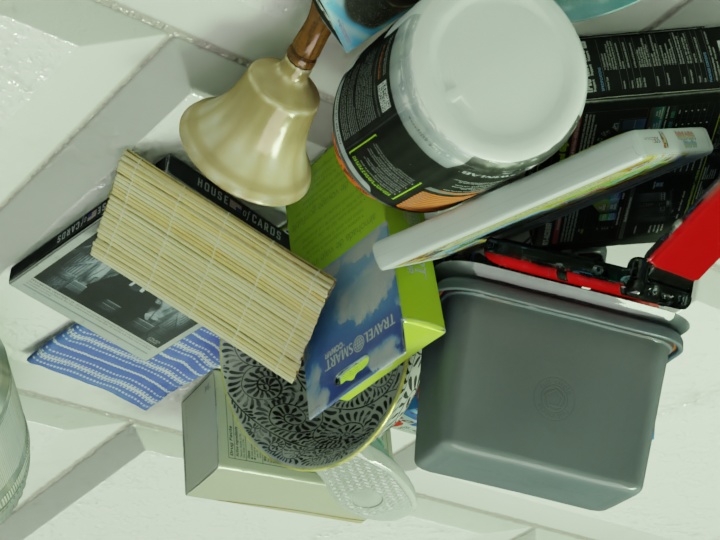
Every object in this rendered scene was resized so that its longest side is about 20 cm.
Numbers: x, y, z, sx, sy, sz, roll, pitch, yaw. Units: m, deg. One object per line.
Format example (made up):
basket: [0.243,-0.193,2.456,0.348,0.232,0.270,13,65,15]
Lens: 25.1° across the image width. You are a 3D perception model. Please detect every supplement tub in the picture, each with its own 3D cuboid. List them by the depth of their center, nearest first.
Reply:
supplement tub: [0.054,-0.106,1.038,0.121,0.124,0.200,4,171,-17]

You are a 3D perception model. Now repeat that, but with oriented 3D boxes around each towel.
towel: [-0.179,0.064,1.437,0.199,0.024,0.144,-30,140,32]

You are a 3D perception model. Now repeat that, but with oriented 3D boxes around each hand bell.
hand bell: [-0.036,-0.151,1.087,0.103,0.105,0.201,12,130,-28]

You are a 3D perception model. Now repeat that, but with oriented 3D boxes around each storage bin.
storage bin: [0.127,0.095,1.205,0.198,0.136,0.146,15,158,-9]

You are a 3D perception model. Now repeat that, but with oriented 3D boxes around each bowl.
bowl: [-0.014,0.063,1.329,0.200,0.203,0.094,-29,157,32]

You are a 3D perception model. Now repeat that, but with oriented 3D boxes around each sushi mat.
sushi mat: [-0.114,-0.004,1.204,0.012,0.199,0.096,-33,150,-55]

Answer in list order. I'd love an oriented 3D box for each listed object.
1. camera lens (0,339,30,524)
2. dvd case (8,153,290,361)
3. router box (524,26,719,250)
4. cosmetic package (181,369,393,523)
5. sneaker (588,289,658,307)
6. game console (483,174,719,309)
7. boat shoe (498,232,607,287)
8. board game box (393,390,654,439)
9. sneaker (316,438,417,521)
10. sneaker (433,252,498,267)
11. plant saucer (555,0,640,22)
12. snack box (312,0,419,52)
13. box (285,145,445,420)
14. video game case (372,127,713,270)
camera lens: [-0.367,0.132,1.377,0.158,0.161,0.201,-4,148,-5]
dvd case: [-0.165,-0.005,1.307,0.199,0.025,0.150,-30,132,34]
router box: [0.206,-0.095,1.219,0.148,0.063,0.201,-5,148,-4]
cosmetic package: [-0.068,0.172,1.555,0.198,0.105,0.073,14,143,-29]
sneaker: [0.136,0.051,1.303,0.199,0.079,0.115,-36,130,16]
game console: [0.202,-0.039,1.166,0.171,0.120,0.200,14,-179,22]
boat shoe: [0.147,0.015,1.378,0.071,0.068,0.200,12,143,-28]
board game box: [0.139,0.122,1.509,0.199,0.057,0.195,20,157,-36]
sneaker: [-0.013,0.138,1.484,0.073,0.119,0.200,-29,124,27]
sneaker: [0.043,0.034,1.400,0.199,0.076,0.078,-22,157,35]
plant saucer: [0.151,-0.232,0.993,0.198,0.028,0.201,-15,147,-10]
snack box: [0.002,-0.229,0.952,0.116,0.037,0.200,-34,146,-2]
box: [0.000,0.000,1.199,0.047,0.202,0.122,15,143,-35]
video game case: [0.129,-0.051,1.114,0.199,0.023,0.182,-23,175,26]
